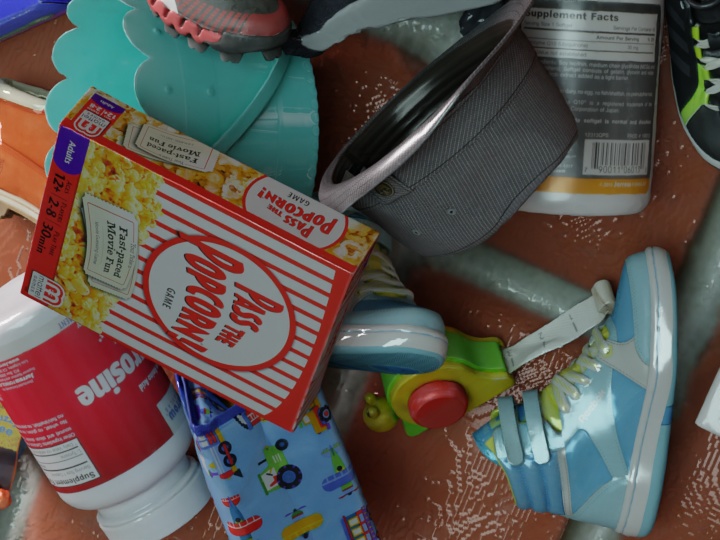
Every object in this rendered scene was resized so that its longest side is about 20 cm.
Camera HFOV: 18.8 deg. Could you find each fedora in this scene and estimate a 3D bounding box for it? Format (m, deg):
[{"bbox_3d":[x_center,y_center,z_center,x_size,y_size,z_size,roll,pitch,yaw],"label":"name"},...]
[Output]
[{"bbox_3d":[0.066,-0.077,1.342,0.090,0.177,0.200,45,128,-11],"label":"fedora"}]

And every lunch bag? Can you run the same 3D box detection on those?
[{"bbox_3d":[-0.076,0.125,1.513,0.094,0.200,0.151,-25,110,-12],"label":"lunch bag"}]

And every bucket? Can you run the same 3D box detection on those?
[{"bbox_3d":[-0.123,-0.095,1.479,0.207,0.134,0.208,1,91,64],"label":"bucket"}]

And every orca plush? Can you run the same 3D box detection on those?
[{"bbox_3d":[0.037,-0.197,1.394,0.200,0.105,0.071,-31,47,37],"label":"orca plush"}]

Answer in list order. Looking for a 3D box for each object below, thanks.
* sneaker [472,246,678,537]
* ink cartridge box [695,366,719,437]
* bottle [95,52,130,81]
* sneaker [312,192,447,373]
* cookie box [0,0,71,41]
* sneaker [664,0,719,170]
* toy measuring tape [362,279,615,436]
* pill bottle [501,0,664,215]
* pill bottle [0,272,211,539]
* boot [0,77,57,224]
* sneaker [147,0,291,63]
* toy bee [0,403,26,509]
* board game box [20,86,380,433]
[{"bbox_3d":[0.144,0.079,1.457,0.130,0.080,0.201,6,102,3],"label":"sneaker"},{"bbox_3d":[0.326,0.036,1.401,0.146,0.084,0.201,27,103,15],"label":"ink cartridge box"},{"bbox_3d":[-0.147,-0.234,1.553,0.083,0.065,0.201,28,105,9],"label":"bottle"},{"bbox_3d":[0.000,0.000,1.468,0.200,0.079,0.131,1,78,59],"label":"sneaker"},{"bbox_3d":[-0.321,-0.258,1.608,0.171,0.075,0.201,-20,89,21],"label":"cookie box"},{"bbox_3d":[0.225,-0.159,1.416,0.071,0.083,0.201,-11,92,21],"label":"sneaker"},{"bbox_3d":[0.079,0.054,1.498,0.200,0.074,0.074,-32,85,20],"label":"toy measuring tape"},{"bbox_3d":[0.140,-0.140,1.433,0.116,0.116,0.201,5,97,19],"label":"pill bottle"},{"bbox_3d":[-0.191,0.097,1.563,0.112,0.112,0.201,-23,108,21],"label":"pill bottle"},{"bbox_3d":[-0.201,-0.072,1.590,0.199,0.075,0.108,22,98,18],"label":"boot"},{"bbox_3d":[-0.112,-0.215,1.390,0.200,0.071,0.098,45,135,27],"label":"sneaker"},{"bbox_3d":[-0.269,0.131,1.616,0.130,0.109,0.201,-5,106,-21],"label":"toy bee"},{"bbox_3d":[-0.102,-0.005,1.344,0.199,0.046,0.152,26,133,6],"label":"board game box"}]
